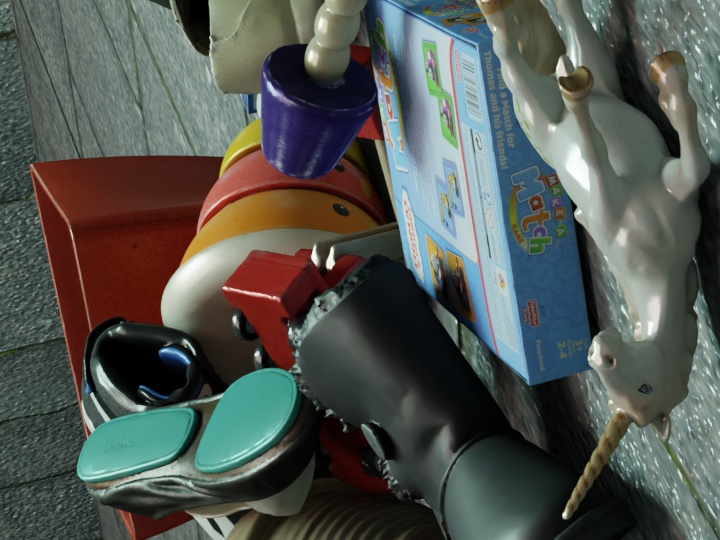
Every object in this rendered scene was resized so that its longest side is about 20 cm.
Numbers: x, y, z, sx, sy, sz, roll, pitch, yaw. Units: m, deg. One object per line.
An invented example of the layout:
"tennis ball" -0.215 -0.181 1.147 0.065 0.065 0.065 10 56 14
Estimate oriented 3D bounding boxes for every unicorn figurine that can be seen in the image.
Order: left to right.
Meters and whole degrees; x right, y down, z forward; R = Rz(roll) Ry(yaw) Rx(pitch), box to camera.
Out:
"unicorn figurine" 0.090 -0.034 0.951 0.201 0.073 0.138 -95 -8 -45

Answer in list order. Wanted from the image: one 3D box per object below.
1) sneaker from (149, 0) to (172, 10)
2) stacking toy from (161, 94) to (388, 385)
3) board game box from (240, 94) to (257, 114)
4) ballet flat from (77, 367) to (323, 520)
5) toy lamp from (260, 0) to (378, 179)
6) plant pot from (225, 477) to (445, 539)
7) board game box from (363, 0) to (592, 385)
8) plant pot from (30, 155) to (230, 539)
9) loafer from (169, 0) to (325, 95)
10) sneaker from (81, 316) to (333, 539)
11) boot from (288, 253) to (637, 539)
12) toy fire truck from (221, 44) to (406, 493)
"sneaker" -0.095 -0.176 1.432 0.091 0.200 0.076 -17 45 47
"stacking toy" -0.040 -0.043 1.477 0.146 0.145 0.201 93 176 -54
"board game box" -0.085 -0.218 1.655 0.136 0.034 0.201 90 163 -49
"ballet flat" -0.065 0.093 1.319 0.199 0.068 0.068 -13 47 52
"toy lamp" -0.005 -0.130 1.164 0.058 0.058 0.201 -115 33 -46
"plant pot" 0.024 0.192 1.335 0.093 0.200 0.202 -33 66 39
"board game box" 0.050 -0.048 1.184 0.200 0.036 0.152 -139 37 -70
"plant pot" -0.091 0.027 1.611 0.200 0.175 0.201 -136 34 -71
"loafer" -0.066 -0.151 1.296 0.200 0.068 0.076 -119 15 -55
"sneaker" -0.073 0.098 1.415 0.199 0.073 0.112 30 159 11
"boot" 0.038 0.073 1.164 0.168 0.076 0.200 53 173 3
"toy fire truck" 0.000 0.000 1.323 0.049 0.141 0.201 10 141 44
